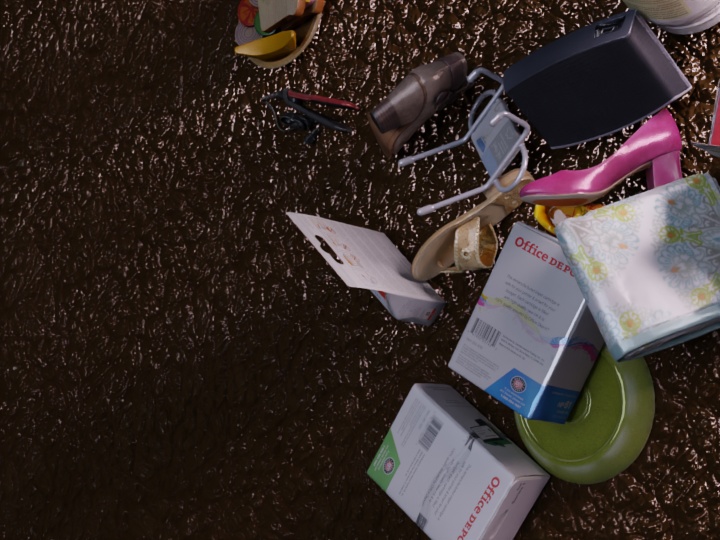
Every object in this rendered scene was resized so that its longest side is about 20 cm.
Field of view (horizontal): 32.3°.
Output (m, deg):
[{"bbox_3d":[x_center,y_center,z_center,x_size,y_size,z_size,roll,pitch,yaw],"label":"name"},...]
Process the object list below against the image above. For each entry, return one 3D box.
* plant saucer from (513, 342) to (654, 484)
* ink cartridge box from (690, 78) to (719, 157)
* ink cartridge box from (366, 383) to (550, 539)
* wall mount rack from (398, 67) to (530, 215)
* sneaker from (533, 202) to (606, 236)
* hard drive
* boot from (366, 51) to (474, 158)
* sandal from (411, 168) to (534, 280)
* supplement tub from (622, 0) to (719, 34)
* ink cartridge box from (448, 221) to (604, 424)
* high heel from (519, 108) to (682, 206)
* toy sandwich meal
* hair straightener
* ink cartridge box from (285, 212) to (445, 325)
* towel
[{"bbox_3d":[0.260,0.158,1.504,0.200,0.031,0.200,-6,80,41],"label":"plant saucer"},{"bbox_3d":[0.465,-0.143,1.256,0.200,0.175,0.084,11,92,42],"label":"ink cartridge box"},{"bbox_3d":[0.122,0.260,1.580,0.200,0.084,0.146,41,112,37],"label":"ink cartridge box"},{"bbox_3d":[0.135,-0.157,1.588,0.174,0.074,0.200,-54,29,26],"label":"wall mount rack"},{"bbox_3d":[0.291,-0.044,1.471,0.200,0.077,0.073,16,94,41],"label":"sneaker"},{"bbox_3d":[0.274,-0.217,1.472,0.200,0.135,0.042,-20,31,45],"label":"hard drive"},{"bbox_3d":[0.084,-0.224,1.673,0.146,0.200,0.070,-32,86,-2],"label":"boot"},{"bbox_3d":[0.152,-0.036,1.597,0.212,0.078,0.070,-45,55,22],"label":"sandal"},{"bbox_3d":[0.334,-0.362,1.373,0.145,0.200,0.145,-15,63,32],"label":"supplement tub"},{"bbox_3d":[0.215,0.061,1.483,0.144,0.085,0.200,32,103,43],"label":"ink cartridge box"},{"bbox_3d":[0.276,-0.130,1.438,0.200,0.067,0.096,-8,83,-2],"label":"high heel"},{"bbox_3d":[-0.134,-0.408,1.911,0.205,0.070,0.206,-7,80,42],"label":"toy sandwich meal"},{"bbox_3d":[-0.084,-0.229,1.863,0.200,0.041,0.077,20,98,42],"label":"hair straightener"},{"bbox_3d":[0.000,0.000,1.647,0.162,0.200,0.050,49,117,35],"label":"ink cartridge box"},{"bbox_3d":[0.337,-0.006,1.371,0.200,0.048,0.171,-19,66,-7],"label":"towel"}]
